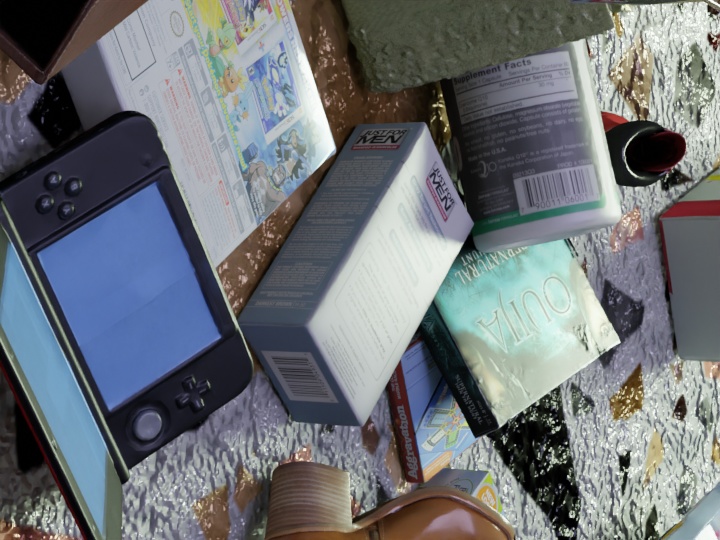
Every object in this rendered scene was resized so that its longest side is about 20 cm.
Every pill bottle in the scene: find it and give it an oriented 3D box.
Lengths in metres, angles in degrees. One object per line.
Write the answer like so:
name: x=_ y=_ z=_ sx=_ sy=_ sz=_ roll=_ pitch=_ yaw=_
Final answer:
pill bottle: x=0.120 y=-0.121 z=1.543 sx=0.113 sy=0.113 sz=0.200 roll=-6 pitch=83 yaw=-56

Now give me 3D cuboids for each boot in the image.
boot: x=0.213 y=-0.095 z=1.673 sx=0.200 sy=0.144 sz=0.073 roll=-15 pitch=101 yaw=-57
boot: x=0.018 y=0.223 z=1.399 sx=0.200 sy=0.074 sz=0.155 roll=14 pitch=60 yaw=-28

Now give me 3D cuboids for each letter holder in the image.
letter holder: x=-0.126 y=-0.219 z=1.139 sx=0.101 sy=0.142 sz=0.200 roll=44 pitch=45 yaw=-2

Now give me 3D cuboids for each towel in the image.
towel: x=0.079 y=-0.208 z=1.446 sx=0.037 sy=0.200 sz=0.149 roll=-98 pitch=168 yaw=-59

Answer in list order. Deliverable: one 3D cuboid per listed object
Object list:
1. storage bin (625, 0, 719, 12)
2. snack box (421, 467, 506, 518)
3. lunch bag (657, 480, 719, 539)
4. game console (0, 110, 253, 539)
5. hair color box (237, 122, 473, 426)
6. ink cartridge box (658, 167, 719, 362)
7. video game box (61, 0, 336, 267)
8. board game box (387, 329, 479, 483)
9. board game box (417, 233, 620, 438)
storage bin: x=0.230 y=-0.337 z=1.741 sx=0.198 sy=0.094 sz=0.200 roll=16 pitch=77 yaw=-55
snack box: x=0.050 y=0.259 z=1.514 sx=0.200 sy=0.053 sz=0.142 roll=-48 pitch=129 yaw=-43
lunch bag: x=0.293 y=0.296 z=1.817 sx=0.170 sy=0.127 sz=0.200 roll=-38 pitch=131 yaw=-47
game console: x=-0.132 y=0.039 z=1.171 sx=0.172 sy=0.119 sz=0.200 roll=-33 pitch=121 yaw=-23
hair color box: x=0.000 y=0.000 z=1.431 sx=0.200 sy=0.061 sz=0.099 roll=-59 pitch=136 yaw=-36
ink cartridge box: x=0.389 y=-0.016 z=1.936 sx=0.200 sy=0.144 sz=0.146 roll=-35 pitch=119 yaw=-51
video game box: x=-0.102 y=-0.117 z=1.290 sx=0.182 sy=0.047 sz=0.200 roll=-45 pitch=127 yaw=-43
board game box: x=0.083 y=0.075 z=1.592 sx=0.200 sy=0.019 sz=0.103 roll=-32 pitch=114 yaw=-52
board game box: x=0.115 y=0.031 z=1.587 sx=0.200 sy=0.028 sz=0.135 roll=-29 pitch=91 yaw=-52
